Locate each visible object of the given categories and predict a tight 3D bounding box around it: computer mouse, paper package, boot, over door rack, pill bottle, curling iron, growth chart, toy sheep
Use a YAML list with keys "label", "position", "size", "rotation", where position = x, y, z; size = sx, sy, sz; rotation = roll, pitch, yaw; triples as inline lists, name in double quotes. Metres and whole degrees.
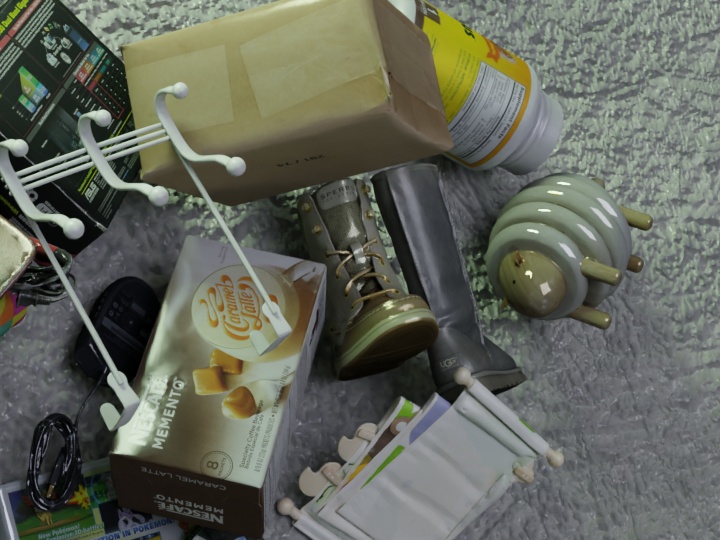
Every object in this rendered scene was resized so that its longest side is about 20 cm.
- label: "computer mouse"
  position: [-0.200, 0.088, 1.229]
  size: [0.059, 0.034, 0.200]
  rotation: [43, 51, -27]
- label: "paper package"
  position: [-0.051, -0.126, 1.251]
  size: [0.191, 0.199, 0.104]
  rotation: [18, 60, -71]
- label: "boot"
  position: [0.000, 0.000, 1.315]
  size: [0.072, 0.200, 0.155]
  rotation: [-12, 81, -12]
- label: "boot"
  position: [0.070, 0.013, 1.400]
  size: [0.182, 0.072, 0.201]
  rotation: [27, 40, -79]
- label: "over door rack"
  position: [-0.135, -0.017, 1.109]
  size: [0.148, 0.067, 0.201]
  rotation: [-24, 91, -37]
- label: "pill bottle"
  position: [0.081, -0.160, 1.471]
  size: [0.200, 0.109, 0.110]
  rotation: [26, 62, -28]
- label: "curling iron"
  position: [-0.281, -0.029, 1.127]
  size: [0.200, 0.026, 0.050]
  rotation: [26, 44, 13]
- label: "growth chart"
  position: [0.045, 0.165, 1.326]
  size: [0.145, 0.200, 0.018]
  rotation: [48, 10, -23]
- label: "toy sheep"
  position: [0.184, -0.023, 1.495]
  size: [0.138, 0.138, 0.200]
  rotation: [54, 39, -11]

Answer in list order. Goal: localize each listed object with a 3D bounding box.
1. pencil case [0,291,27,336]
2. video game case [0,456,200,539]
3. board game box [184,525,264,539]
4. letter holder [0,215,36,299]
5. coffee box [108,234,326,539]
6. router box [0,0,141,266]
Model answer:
- label: "pencil case"
  position: [-0.316, 0.044, 1.129]
  size: [0.200, 0.088, 0.089]
  rotation: [-41, 101, -37]
- label: "video game case"
  position: [-0.161, 0.225, 1.229]
  size: [0.200, 0.022, 0.183]
  rotation: [-11, 83, -38]
- label: "board game box"
  position: [-0.071, 0.279, 1.251]
  size: [0.200, 0.023, 0.105]
  rotation: [52, 51, -12]
- label: "letter holder"
  position: [-0.324, -0.033, 1.053]
  size: [0.200, 0.101, 0.142]
  rotation: [26, 63, 24]
- label: "coffee box"
  position: [-0.102, 0.083, 1.234]
  size: [0.114, 0.080, 0.200]
  rotation: [12, 54, 6]
- label: "router box"
  position: [-0.230, -0.109, 1.201]
  size: [0.150, 0.062, 0.200]
  rotation: [46, 27, -17]
